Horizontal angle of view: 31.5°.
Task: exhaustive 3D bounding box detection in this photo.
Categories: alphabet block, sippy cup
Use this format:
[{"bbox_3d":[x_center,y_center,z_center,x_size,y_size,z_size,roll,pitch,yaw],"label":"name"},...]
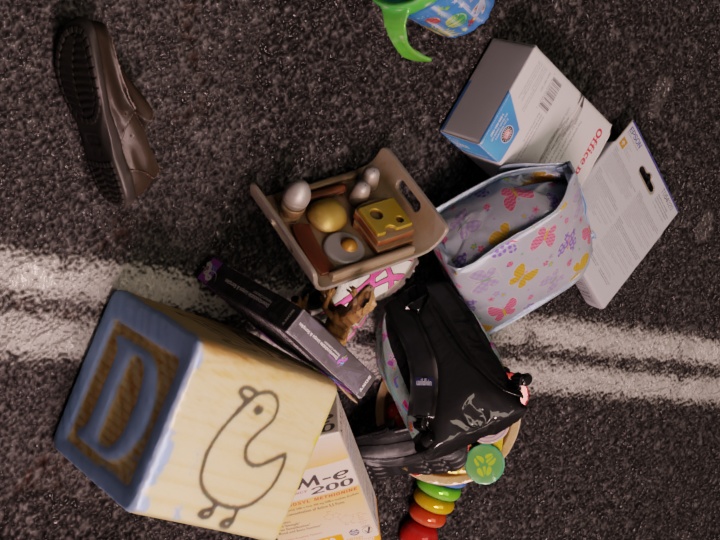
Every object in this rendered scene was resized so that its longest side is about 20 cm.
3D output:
[{"bbox_3d":[-0.180,0.156,1.383,0.199,0.196,0.197,21,94,-41],"label":"alphabet block"},{"bbox_3d":[0.089,-0.339,1.479,0.178,0.140,0.130,-45,143,14],"label":"sippy cup"}]

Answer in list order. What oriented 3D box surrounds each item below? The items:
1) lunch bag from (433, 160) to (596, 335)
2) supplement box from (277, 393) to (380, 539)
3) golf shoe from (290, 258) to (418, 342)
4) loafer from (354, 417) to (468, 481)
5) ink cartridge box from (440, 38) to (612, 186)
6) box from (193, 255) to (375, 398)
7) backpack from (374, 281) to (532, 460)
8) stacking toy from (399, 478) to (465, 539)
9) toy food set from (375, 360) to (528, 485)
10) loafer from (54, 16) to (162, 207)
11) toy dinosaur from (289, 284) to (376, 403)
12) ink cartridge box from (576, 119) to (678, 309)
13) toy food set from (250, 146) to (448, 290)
[{"bbox_3d":[0.197,-0.038,1.621,0.199,0.128,0.170,-29,142,0],"label":"lunch bag"},{"bbox_3d":[-0.060,0.252,1.545,0.125,0.074,0.201,-15,127,7],"label":"supplement box"},{"bbox_3d":[0.000,0.000,1.554,0.200,0.072,0.092,-49,127,-14],"label":"golf shoe"},{"bbox_3d":[0.038,0.224,1.621,0.068,0.198,0.071,68,18,-55],"label":"loafer"},{"bbox_3d":[0.218,-0.183,1.659,0.200,0.083,0.146,35,82,-41],"label":"ink cartridge box"},{"bbox_3d":[-0.085,0.061,1.420,0.036,0.199,0.143,-51,130,-8],"label":"box"},{"bbox_3d":[0.093,0.119,1.563,0.166,0.201,0.127,-18,158,-24],"label":"backpack"},{"bbox_3d":[0.105,0.300,1.744,0.085,0.085,0.202,13,101,-41],"label":"stacking toy"},{"bbox_3d":[0.118,0.181,1.664,0.196,0.049,0.202,7,90,0],"label":"toy food set"},{"bbox_3d":[-0.253,-0.167,1.300,0.071,0.073,0.202,-34,130,-37],"label":"loafer"},{"bbox_3d":[-0.034,0.074,1.486,0.060,0.107,0.201,-21,153,-25],"label":"toy dinosaur"},{"bbox_3d":[0.358,-0.082,1.837,0.200,0.043,0.197,-50,128,-17],"label":"ink cartridge box"},{"bbox_3d":[-0.012,-0.069,1.468,0.199,0.144,0.061,-19,149,-32],"label":"toy food set"}]
